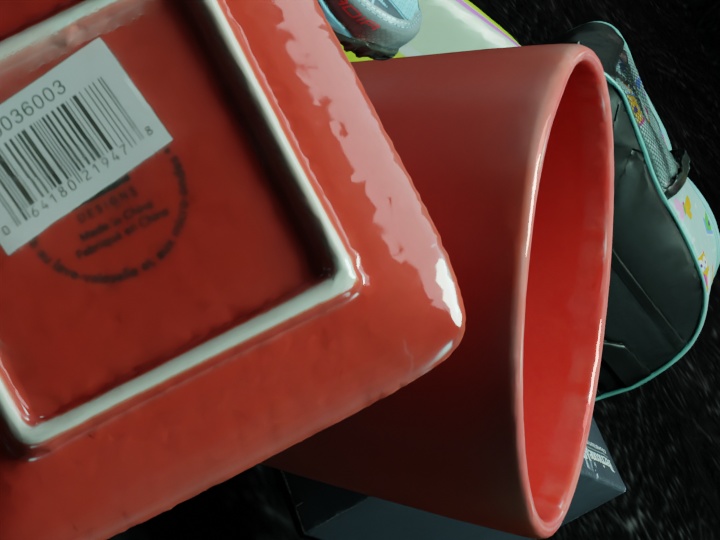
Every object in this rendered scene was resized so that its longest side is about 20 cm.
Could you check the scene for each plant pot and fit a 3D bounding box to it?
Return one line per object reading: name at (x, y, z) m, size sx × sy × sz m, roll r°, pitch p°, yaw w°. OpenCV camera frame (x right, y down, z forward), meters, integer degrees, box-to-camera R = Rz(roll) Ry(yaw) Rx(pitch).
plant pot at (0.000, 0.000, 1.160) m, size 0.200 × 0.176 × 0.202 m, roll 6°, pitch 90°, yaw -76°

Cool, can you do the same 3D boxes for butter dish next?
butter dish at (-0.091, -0.012, 1.031) m, size 0.200 × 0.199 × 0.148 m, roll 62°, pitch -8°, yaw 5°

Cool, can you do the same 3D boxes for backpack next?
backpack at (0.117, -0.029, 1.699) m, size 0.201 × 0.175 × 0.153 m, roll 62°, pitch 18°, yaw -11°

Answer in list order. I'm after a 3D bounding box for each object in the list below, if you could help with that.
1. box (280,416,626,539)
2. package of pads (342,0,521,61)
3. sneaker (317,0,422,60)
box at (0.021, 0.037, 1.393) m, size 0.200 × 0.104 × 0.183 m, roll 26°, pitch 38°, yaw -64°
package of pads at (0.016, -0.111, 1.358) m, size 0.200 × 0.068 × 0.155 m, roll 38°, pitch 5°, yaw -7°
sneaker at (-0.003, -0.180, 1.074) m, size 0.079 × 0.095 × 0.201 m, roll -3°, pitch 78°, yaw -65°
